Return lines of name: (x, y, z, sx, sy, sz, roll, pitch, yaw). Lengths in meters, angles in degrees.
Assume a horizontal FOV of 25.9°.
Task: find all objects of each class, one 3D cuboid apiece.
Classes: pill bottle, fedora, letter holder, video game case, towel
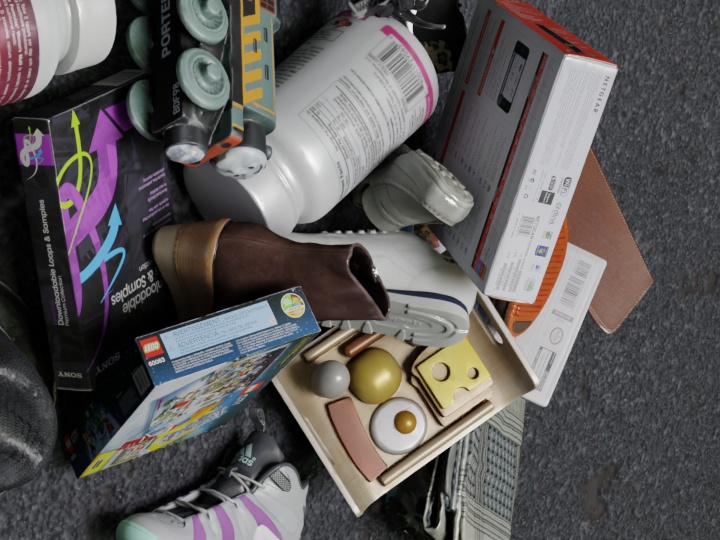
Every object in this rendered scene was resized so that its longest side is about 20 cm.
pill bottle: (-0.263, -0.155, 1.009, 0.199, 0.109, 0.111, -22, 116, -38)
pill bottle: (-0.039, -0.110, 1.239, 0.200, 0.113, 0.114, -43, 128, -27)
fedora: (-0.276, 0.092, 1.074, 0.199, 0.091, 0.203, -14, 110, -42)
letter holder: (0.172, -0.018, 1.481, 0.142, 0.100, 0.201, -49, 130, -21)
video game case: (0.103, 0.015, 1.392, 0.198, 0.018, 0.144, 25, 83, -5)
towel: (0.115, 0.178, 1.457, 0.200, 0.034, 0.195, 46, 51, -59)

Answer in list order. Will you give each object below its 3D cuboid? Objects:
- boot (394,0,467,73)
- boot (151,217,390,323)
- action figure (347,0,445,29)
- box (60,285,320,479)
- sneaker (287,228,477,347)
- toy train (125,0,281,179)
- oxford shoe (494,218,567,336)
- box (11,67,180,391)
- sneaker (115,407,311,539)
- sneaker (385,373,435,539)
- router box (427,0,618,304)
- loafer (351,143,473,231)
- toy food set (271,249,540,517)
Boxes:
boot: (0.076, -0.253, 1.341, 0.199, 0.073, 0.152, -19, 113, -36)
boot: (-0.057, 0.031, 1.193, 0.201, 0.164, 0.073, 65, 37, -57)
action figure: (-0.013, -0.260, 1.212, 0.201, 0.101, 0.119, 61, 12, -7)
box: (-0.129, 0.085, 1.148, 0.136, 0.200, 0.038, -18, 75, -33)
sneaker: (0.000, 0.000, 1.298, 0.198, 0.077, 0.081, 17, 58, -7)
toy train: (-0.108, -0.163, 1.141, 0.113, 0.085, 0.202, 20, 56, -42)
oxford shoe: (0.139, -0.045, 1.370, 0.071, 0.072, 0.203, 7, 94, -58)
box: (-0.184, -0.032, 1.139, 0.143, 0.036, 0.202, -41, 131, -58)
sneaker: (-0.111, 0.178, 1.280, 0.199, 0.077, 0.141, 24, 83, -55)
sneaker: (0.048, 0.156, 1.440, 0.086, 0.077, 0.202, -52, 136, -45)
router box: (0.119, -0.104, 1.268, 0.048, 0.180, 0.202, 9, 112, -22)
loafer: (0.038, -0.060, 1.277, 0.070, 0.200, 0.070, 39, 90, -15)
toy food set: (0.038, 0.093, 1.332, 0.199, 0.060, 0.144, -33, 89, -12)
